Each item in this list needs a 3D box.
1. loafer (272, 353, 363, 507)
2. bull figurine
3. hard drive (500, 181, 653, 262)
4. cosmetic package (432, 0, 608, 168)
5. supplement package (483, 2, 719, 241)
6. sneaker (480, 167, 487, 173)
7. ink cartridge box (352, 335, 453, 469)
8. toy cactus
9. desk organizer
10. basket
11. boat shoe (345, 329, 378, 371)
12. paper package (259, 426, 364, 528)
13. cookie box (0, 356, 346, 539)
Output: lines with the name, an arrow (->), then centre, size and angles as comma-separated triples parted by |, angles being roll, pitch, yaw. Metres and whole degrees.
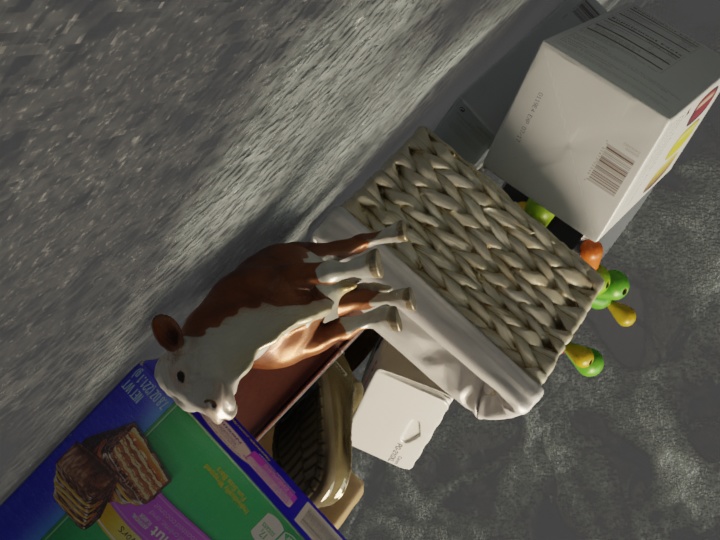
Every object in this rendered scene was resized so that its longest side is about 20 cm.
loafer -> -0.030, 0.113, 0.757 | 0.076, 0.067, 0.202 | -45, -147, 29
bull figurine -> -0.036, 0.020, 0.507 | 0.119, 0.066, 0.200 | -12, -167, 12
hard drive -> 0.194, -0.062, 0.895 | 0.042, 0.136, 0.201 | 6, 129, -38
cosmetic package -> 0.129, -0.149, 0.819 | 0.200, 0.052, 0.151 | -44, 179, -30
supplement package -> 0.205, -0.128, 0.727 | 0.199, 0.109, 0.115 | -34, 154, -48
sneaker -> 0.137, -0.100, 1.093 | 0.200, 0.099, 0.071 | -47, 175, 1
ink cartridge box -> 0.058, 0.085, 0.969 | 0.146, 0.083, 0.202 | 112, -1, -47
toy cactus -> 0.157, 0.016, 0.818 | 0.163, 0.201, 0.103 | -14, -138, 16
desk organizer -> -0.087, 0.084, 0.695 | 0.200, 0.077, 0.072 | -47, 177, 26
basket -> 0.069, 0.004, 0.696 | 0.124, 0.199, 0.136 | -50, 179, -12
boat shoe -> -0.054, 0.122, 0.970 | 0.200, 0.073, 0.063 | -43, 175, -2
paper package -> -0.124, 0.214, 0.828 | 0.104, 0.190, 0.200 | -52, 174, 36
cookie box -> -0.129, 0.180, 0.521 | 0.200, 0.171, 0.075 | -45, 174, 2
